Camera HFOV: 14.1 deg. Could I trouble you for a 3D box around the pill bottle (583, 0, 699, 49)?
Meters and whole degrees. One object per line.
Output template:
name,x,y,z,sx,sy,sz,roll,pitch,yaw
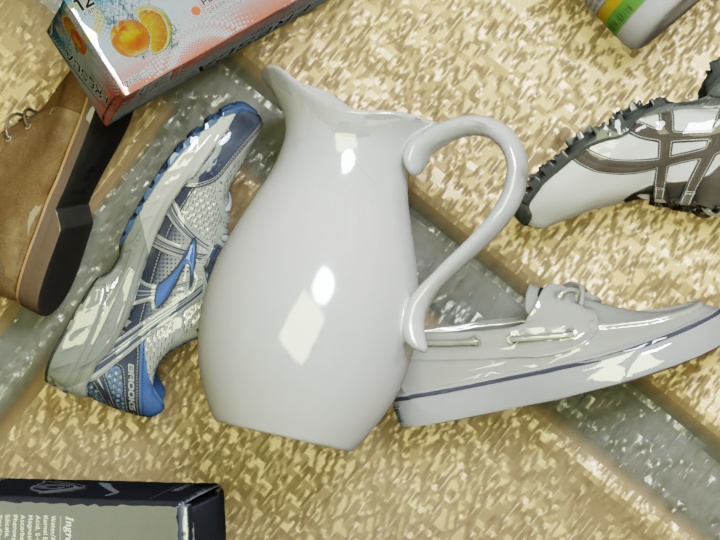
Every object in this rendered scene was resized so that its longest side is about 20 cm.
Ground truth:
pill bottle,0.127,-0.233,1.643,0.111,0.111,0.200,-43,85,4

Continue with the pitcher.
pitcher,0.000,0.000,1.620,0.171,0.121,0.201,12,87,30

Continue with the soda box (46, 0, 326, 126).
soda box,-0.076,-0.163,1.651,0.200,0.064,0.069,-31,87,-21

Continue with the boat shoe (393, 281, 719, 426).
boat shoe,0.111,0.038,1.667,0.199,0.072,0.066,-13,93,14

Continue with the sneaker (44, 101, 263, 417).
sneaker,-0.102,-0.003,1.693,0.085,0.077,0.201,30,100,-4

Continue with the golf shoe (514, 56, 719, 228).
golf shoe,0.184,-0.058,1.653,0.199,0.078,0.095,-27,87,6

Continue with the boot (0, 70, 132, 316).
boot,-0.181,-0.080,1.699,0.075,0.074,0.201,24,94,16

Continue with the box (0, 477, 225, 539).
box,-0.184,0.174,1.654,0.199,0.148,0.105,2,90,7
